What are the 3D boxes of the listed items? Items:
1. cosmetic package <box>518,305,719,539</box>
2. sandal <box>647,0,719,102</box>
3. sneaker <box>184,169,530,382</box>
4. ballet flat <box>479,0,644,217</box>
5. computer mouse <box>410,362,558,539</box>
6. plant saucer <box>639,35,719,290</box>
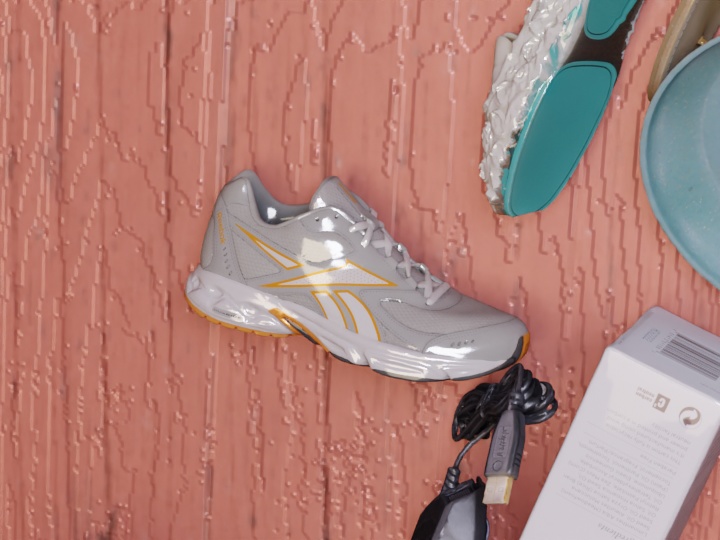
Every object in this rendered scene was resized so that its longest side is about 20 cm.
[{"bbox_3d":[0.135,0.129,1.279,0.071,0.101,0.201,27,109,13],"label":"cosmetic package"},{"bbox_3d":[0.220,-0.160,1.193,0.070,0.078,0.212,32,106,17],"label":"sandal"},{"bbox_3d":[0.000,0.000,1.315,0.199,0.076,0.092,15,103,15],"label":"sneaker"},{"bbox_3d":[0.107,-0.127,1.258,0.072,0.072,0.201,28,108,12],"label":"ballet flat"},{"bbox_3d":[0.058,0.146,1.259,0.046,0.140,0.201,24,70,-8],"label":"computer mouse"},{"bbox_3d":[0.240,-0.052,1.200,0.199,0.036,0.200,15,135,15],"label":"plant saucer"}]
